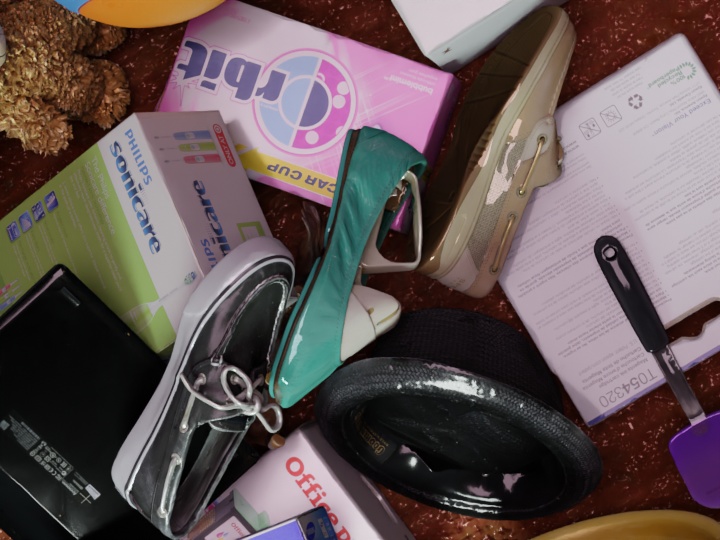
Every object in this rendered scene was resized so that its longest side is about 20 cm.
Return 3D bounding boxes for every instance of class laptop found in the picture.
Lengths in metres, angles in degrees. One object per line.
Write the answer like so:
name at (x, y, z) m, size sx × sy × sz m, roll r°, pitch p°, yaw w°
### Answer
laptop at (-0.204, 0.109, 1.439) m, size 0.200 × 0.116 × 0.187 m, roll -42°, pitch 106°, yaw 9°

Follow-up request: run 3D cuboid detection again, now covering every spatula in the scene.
spatula at (0.208, 0.066, 1.429) m, size 0.056 × 0.021 × 0.200 m, roll -28°, pitch 86°, yaw 3°

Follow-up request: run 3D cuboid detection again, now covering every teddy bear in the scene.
teddy bear at (-0.226, -0.150, 1.459) m, size 0.067 × 0.200 × 0.145 m, roll 3°, pitch 78°, yaw 37°

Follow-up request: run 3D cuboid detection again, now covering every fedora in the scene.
fedora at (0.072, 0.087, 1.438) m, size 0.200 × 0.201 × 0.092 m, roll 8°, pitch 57°, yaw 9°

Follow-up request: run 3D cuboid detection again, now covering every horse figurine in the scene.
horse figurine at (-0.057, 0.058, 1.468) m, size 0.050 × 0.133 × 0.200 m, roll 22°, pitch 72°, yaw -10°

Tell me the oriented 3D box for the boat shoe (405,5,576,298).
boat shoe at (0.100, -0.079, 1.426) m, size 0.065 × 0.072 × 0.200 m, roll 26°, pitch 87°, yaw -22°

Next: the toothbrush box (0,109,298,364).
toothbrush box at (-0.158, 0.002, 1.443) m, size 0.200 × 0.086 × 0.146 m, roll -35°, pitch 73°, yaw 37°

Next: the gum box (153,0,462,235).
gum box at (-0.043, -0.112, 1.485) m, size 0.200 × 0.066 × 0.114 m, roll 20°, pitch 91°, yaw 9°

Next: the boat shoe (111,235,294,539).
boat shoe at (-0.087, 0.076, 1.328) m, size 0.068 × 0.074 × 0.200 m, roll 41°, pitch 105°, yaw 37°

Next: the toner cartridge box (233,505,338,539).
toner cartridge box at (-0.115, 0.212, 1.395) m, size 0.200 × 0.095 × 0.043 m, roll -22°, pitch 86°, yaw 8°

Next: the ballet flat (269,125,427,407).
ballet flat at (0.000, 0.000, 1.386) m, size 0.070 × 0.067 × 0.201 m, roll 14°, pitch 71°, yaw 9°

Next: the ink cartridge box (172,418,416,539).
ink cartridge box at (-0.068, 0.220, 1.478) m, size 0.200 × 0.084 × 0.145 m, roll -38°, pitch 84°, yaw 7°

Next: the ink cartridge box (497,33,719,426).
ink cartridge box at (0.188, -0.027, 1.462) m, size 0.196 × 0.043 × 0.200 m, roll -31°, pitch 88°, yaw 8°

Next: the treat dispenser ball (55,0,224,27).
treat dispenser ball at (-0.146, -0.260, 1.399) m, size 0.200 × 0.201 × 0.202 m, roll 0°, pitch 90°, yaw 9°

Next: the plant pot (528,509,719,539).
plant pot at (0.173, 0.284, 1.395) m, size 0.200 × 0.201 × 0.189 m, roll -17°, pitch 103°, yaw 8°

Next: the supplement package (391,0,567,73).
supplement package at (0.050, -0.251, 1.447) m, size 0.117 × 0.117 × 0.200 m, roll -31°, pitch 84°, yaw 7°
